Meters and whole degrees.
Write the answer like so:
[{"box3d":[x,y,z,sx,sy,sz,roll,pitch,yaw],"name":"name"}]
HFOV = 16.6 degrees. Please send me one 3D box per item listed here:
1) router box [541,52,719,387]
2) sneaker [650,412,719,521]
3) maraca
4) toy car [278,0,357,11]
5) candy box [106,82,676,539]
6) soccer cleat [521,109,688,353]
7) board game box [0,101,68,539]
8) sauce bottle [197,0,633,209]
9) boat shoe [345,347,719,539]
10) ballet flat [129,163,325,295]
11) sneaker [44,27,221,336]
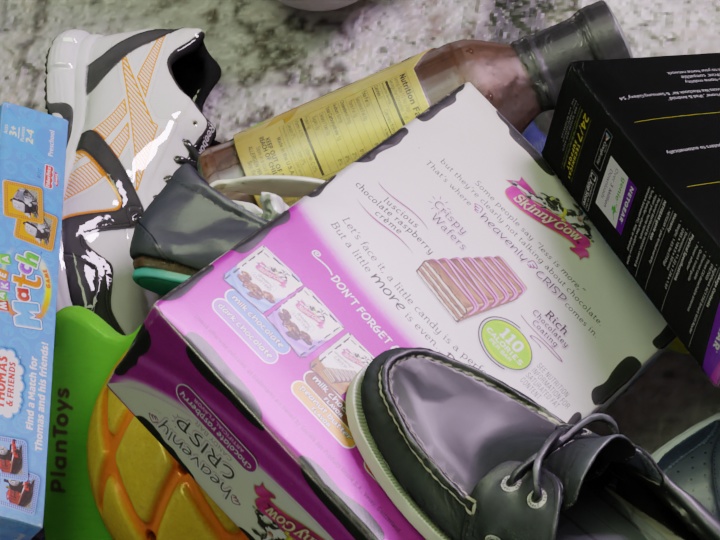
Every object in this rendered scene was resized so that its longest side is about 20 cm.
[{"box3d":[0.192,-0.028,0.968,0.199,0.051,0.149,-5,40,-25],"name":"router box"},{"box3d":[0.194,0.072,0.914,0.199,0.109,0.070,-14,84,-1],"name":"sneaker"},{"box3d":[-0.065,0.076,1.021,0.199,0.107,0.138,3,88,28],"name":"maraca"},{"box3d":[-0.028,-0.239,1.191,0.200,0.150,0.175,31,72,33],"name":"toy car"},{"box3d":[0.020,0.030,0.947,0.136,0.061,0.200,46,49,9],"name":"candy box"},{"box3d":[0.136,0.009,1.038,0.200,0.065,0.084,41,114,27],"name":"soccer cleat"},{"box3d":[-0.176,0.050,1.066,0.151,0.036,0.201,-44,38,45],"name":"board game box"},{"box3d":[0.027,-0.063,1.111,0.199,0.065,0.065,-22,53,2],"name":"sauce bottle"},{"box3d":[0.080,0.085,0.846,0.074,0.066,0.199,-32,69,-36],"name":"boat shoe"},{"box3d":[0.000,0.000,1.049,0.199,0.073,0.073,17,64,10],"name":"ballet flat"},{"box3d":[-0.103,-0.038,1.133,0.080,0.074,0.201,-10,56,10],"name":"sneaker"}]
